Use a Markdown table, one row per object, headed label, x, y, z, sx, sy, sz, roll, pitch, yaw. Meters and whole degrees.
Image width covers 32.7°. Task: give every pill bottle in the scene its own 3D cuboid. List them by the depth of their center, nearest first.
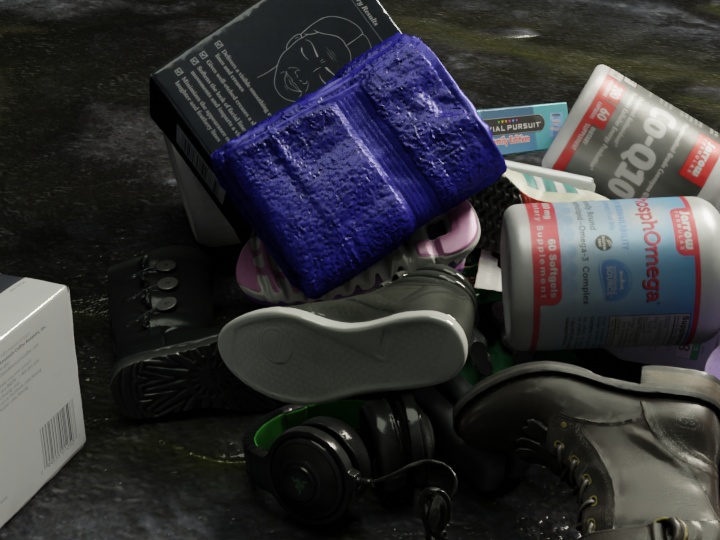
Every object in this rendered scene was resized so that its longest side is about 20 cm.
| label | x | y | z | sx | sy | sz | roll | pitch | yaw |
| --- | --- | --- | --- | --- | --- | --- | --- | --- | --- |
| pill bottle | 0.205 | 0.002 | 0.908 | 0.196 | 0.111 | 0.109 | -3 | 26 | 2 |
| pill bottle | 0.282 | -0.097 | 1.160 | 0.198 | 0.115 | 0.114 | 31 | 31 | 5 |

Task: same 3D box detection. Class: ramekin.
| label | x | y | z | sx | sy | sz | roll | pitch | yaw |
| --- | --- | --- | --- | --- | --- | --- | --- | --- | --- |
| ramekin | -0.136 | -0.116 | 1.181 | 0.093 | 0.205 | 0.203 | -17 | 29 | -8 |

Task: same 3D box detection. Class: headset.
| label | x | y | z | sx | sy | sz | roll | pitch | yaw |
| --- | --- | --- | --- | --- | --- | --- | --- | --- | --- |
| headset | 0.000 | 0.139 | 0.827 | 0.122 | 0.096 | 0.199 | -15 | 15 | -29 |

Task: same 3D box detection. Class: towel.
| label | x | y | z | sx | sy | sz | roll | pitch | yaw |
| --- | --- | --- | --- | --- | --- | --- | --- | --- | --- |
| towel | 0.000 | -0.087 | 0.944 | 0.199 | 0.050 | 0.148 | -34 | 74 | -15 |

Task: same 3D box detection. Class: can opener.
| label | x | y | z | sx | sy | sz | roll | pitch | yaw |
| --- | --- | --- | --- | --- | --- | --- | --- | --- | --- |
| can opener | 0.048 | 0.094 | 0.913 | 0.052 | 0.067 | 0.200 | -19 | 41 | -31 |

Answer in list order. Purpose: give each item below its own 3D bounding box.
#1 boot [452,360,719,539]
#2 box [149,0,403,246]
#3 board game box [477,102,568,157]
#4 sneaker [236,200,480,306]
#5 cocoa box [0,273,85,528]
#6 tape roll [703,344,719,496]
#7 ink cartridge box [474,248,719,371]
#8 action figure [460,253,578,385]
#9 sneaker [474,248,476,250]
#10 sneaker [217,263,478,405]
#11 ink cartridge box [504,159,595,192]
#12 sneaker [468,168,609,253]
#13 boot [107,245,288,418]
| label | x | y | z | sx | sy | sz | roll | pitch | yaw |
| --- | --- | --- | --- | --- | --- | --- | --- | --- | --- |
| boot | 0.142 | 0.146 | 0.754 | 0.197 | 0.070 | 0.176 | -6 | 50 | 22 |
| box | -0.058 | -0.144 | 1.037 | 0.199 | 0.149 | 0.107 | -36 | -4 | -14 |
| board game box | 0.099 | -0.136 | 1.280 | 0.149 | 0.048 | 0.199 | -9 | 3 | -29 |
| sneaker | 0.000 | 0.000 | 0.988 | 0.196 | 0.089 | 0.082 | -10 | 58 | 0 |
| cocoa box | -0.292 | 0.098 | 0.805 | 0.129 | 0.136 | 0.200 | 9 | 28 | 18 |
| tape roll | 0.327 | 0.120 | 0.827 | 0.196 | 0.086 | 0.201 | -1 | 26 | 0 |
| ink cartridge box | 0.196 | 0.019 | 1.039 | 0.196 | 0.051 | 0.161 | 8 | 23 | 6 |
| action figure | 0.101 | 0.031 | 1.042 | 0.116 | 0.056 | 0.201 | -5 | 23 | -5 |
| sneaker | 0.031 | -0.021 | 1.139 | 0.197 | 0.082 | 0.073 | 0 | -2 | -37 |
| sneaker | -0.002 | 0.044 | 0.889 | 0.197 | 0.072 | 0.099 | -5 | 18 | 26 |
| ink cartridge box | 0.122 | -0.070 | 1.184 | 0.195 | 0.044 | 0.200 | 12 | -5 | 8 |
| sneaker | 0.155 | -0.043 | 1.046 | 0.198 | 0.072 | 0.093 | 20 | 8 | 32 |
| boot | -0.126 | 0.042 | 1.010 | 0.162 | 0.067 | 0.200 | -3 | 22 | -10 |
